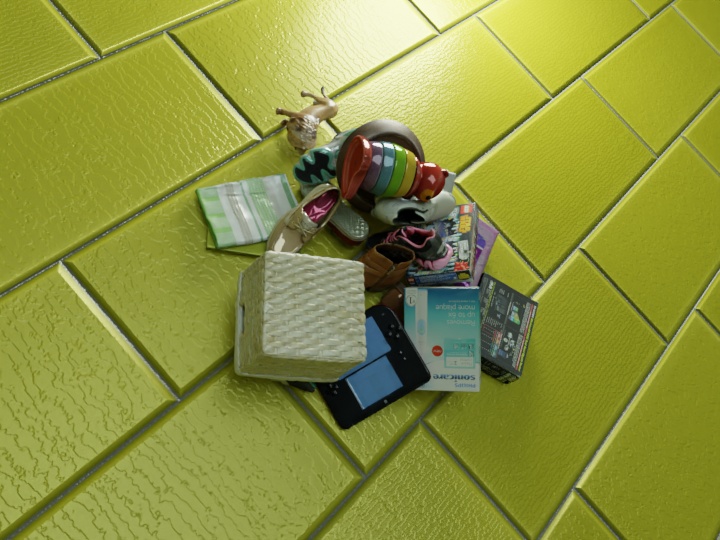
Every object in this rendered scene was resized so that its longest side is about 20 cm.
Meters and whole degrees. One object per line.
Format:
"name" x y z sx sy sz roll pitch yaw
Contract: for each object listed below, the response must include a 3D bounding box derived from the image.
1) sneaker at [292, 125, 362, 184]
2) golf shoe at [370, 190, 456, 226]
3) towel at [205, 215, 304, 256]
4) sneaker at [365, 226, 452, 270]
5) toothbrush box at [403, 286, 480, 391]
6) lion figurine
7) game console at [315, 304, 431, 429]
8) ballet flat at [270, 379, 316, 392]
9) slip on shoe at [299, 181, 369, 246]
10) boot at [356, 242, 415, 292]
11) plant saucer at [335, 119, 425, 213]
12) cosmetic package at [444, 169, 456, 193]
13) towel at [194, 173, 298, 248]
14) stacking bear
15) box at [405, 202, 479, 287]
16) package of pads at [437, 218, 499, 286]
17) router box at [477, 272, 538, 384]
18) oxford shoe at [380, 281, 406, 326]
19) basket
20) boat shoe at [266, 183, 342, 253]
"sneaker" -0.057 -0.252 1.452 0.200 0.140 0.078 -25 105 -1
"golf shoe" 0.124 -0.118 1.374 0.200 0.078 0.097 -8 33 -25
"towel" -0.211 -0.065 1.349 0.200 0.018 0.086 8 58 -19
"sneaker" 0.089 -0.062 1.362 0.095 0.200 0.079 52 55 -45
"toothbrush box" 0.162 0.132 1.301 0.146 0.085 0.200 1 91 13
"lion figurine" -0.104 -0.343 1.470 0.122 0.073 0.200 26 60 29
"game console" 0.008 0.179 1.263 0.200 0.031 0.177 -31 78 2
"ballet flat" -0.164 0.159 1.240 0.073 0.073 0.200 -35 90 -32
"slip on shoe" -0.060 -0.126 1.419 0.074 0.061 0.200 -36 71 -25
"boot" 0.000 0.000 1.326 0.200 0.155 0.077 5 65 -21
"plant saucer" 0.048 -0.211 1.380 0.200 0.034 0.200 -6 110 -16
"cosmetic package" 0.098 -0.202 1.479 0.200 0.113 0.081 8 106 -20
"towel" -0.220 -0.126 1.353 0.200 0.031 0.149 -14 65 -29
"stacking bear" 0.074 -0.191 1.312 0.200 0.121 0.114 12 48 -19
"box" 0.177 -0.056 1.410 0.137 0.040 0.200 -7 46 21
"package of pads" 0.224 -0.039 1.489 0.120 0.076 0.200 31 58 -4
"router box" 0.295 0.124 1.449 0.150 0.062 0.200 29 58 -9
"oxford shoe" 0.119 0.121 1.387 0.071 0.071 0.200 -40 88 -2
"basket" -0.107 0.081 1.161 0.200 0.161 0.198 7 67 -22
"boat shoe" -0.111 -0.099 1.325 0.074 0.069 0.200 42 76 -18
